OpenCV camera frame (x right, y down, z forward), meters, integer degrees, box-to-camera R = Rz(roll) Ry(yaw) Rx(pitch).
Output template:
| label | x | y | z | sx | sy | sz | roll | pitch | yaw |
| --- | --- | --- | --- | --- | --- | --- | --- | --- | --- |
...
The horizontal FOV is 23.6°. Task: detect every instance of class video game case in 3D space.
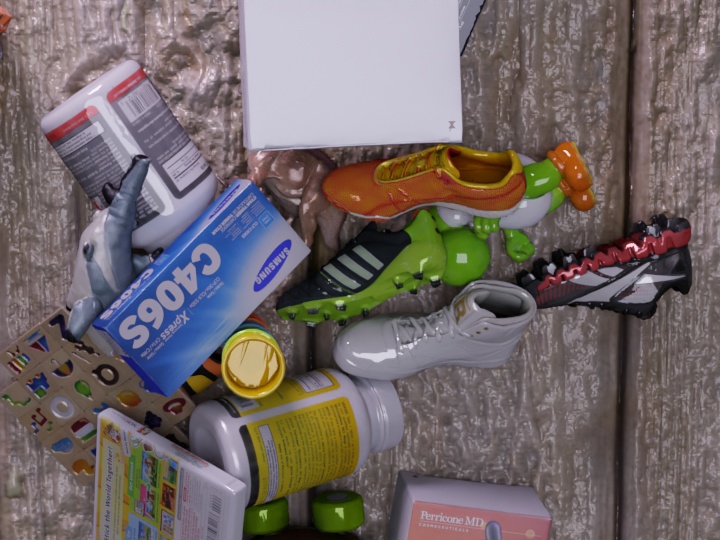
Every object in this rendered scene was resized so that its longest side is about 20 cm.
| label | x | y | z | sx | sy | sz | roll | pitch | yaw |
| --- | --- | --- | --- | --- | --- | --- | --- | --- | --- |
| video game case | -0.193 | 0.257 | 1.716 | 0.182 | 0.023 | 0.201 | 25 | 124 | 29 |

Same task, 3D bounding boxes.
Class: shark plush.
| label | x | y | z | sx | sy | sz | roll | pitch | yaw |
| --- | --- | --- | --- | --- | --- | --- | --- | --- | --- |
| shark plush | -0.228 | -0.014 | 1.650 | 0.083 | 0.091 | 0.201 | 9 | 97 | -13 |

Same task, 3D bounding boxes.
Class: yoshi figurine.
| label | x | y | z | sx | sy | sz | roll | pitch | yaw |
| --- | --- | --- | --- | --- | --- | --- | --- | --- | --- |
| yoshi figurine | 0.143 | -0.045 | 1.743 | 0.199 | 0.112 | 0.113 | -24 | 109 | 3 |

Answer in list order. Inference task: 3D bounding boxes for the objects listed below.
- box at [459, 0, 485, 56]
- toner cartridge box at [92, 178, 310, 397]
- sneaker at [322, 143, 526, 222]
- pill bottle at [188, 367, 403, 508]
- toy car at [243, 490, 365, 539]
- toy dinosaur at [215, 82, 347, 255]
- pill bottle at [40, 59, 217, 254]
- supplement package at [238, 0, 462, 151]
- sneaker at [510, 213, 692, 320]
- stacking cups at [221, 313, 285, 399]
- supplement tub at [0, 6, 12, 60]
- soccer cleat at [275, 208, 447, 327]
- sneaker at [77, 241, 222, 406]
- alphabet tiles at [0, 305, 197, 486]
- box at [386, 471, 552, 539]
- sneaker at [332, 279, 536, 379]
| label | x | y | z | sx | sy | sz | roll | pitch | yaw |
| --- | --- | --- | --- | --- | --- | --- | --- | --- | --- |
| box | 0.072 | -0.332 | 1.697 | 0.141 | 0.079 | 0.201 | 23 | 97 | -12 |
| toner cartridge box | -0.149 | 0.016 | 1.637 | 0.200 | 0.043 | 0.095 | -47 | 113 | -15 |
| sneaker | 0.061 | -0.095 | 1.675 | 0.199 | 0.073 | 0.077 | -4 | 142 | 5 |
| pill bottle | -0.062 | 0.163 | 1.731 | 0.199 | 0.112 | 0.113 | -14 | 102 | -26 |
| toy car | -0.069 | 0.328 | 1.725 | 0.157 | 0.200 | 0.165 | -4 | 99 | 12 |
| toy dinosaur | -0.060 | -0.101 | 1.725 | 0.136 | 0.086 | 0.200 | -46 | 107 | -4 |
| pill bottle | -0.212 | -0.094 | 1.689 | 0.116 | 0.116 | 0.200 | -34 | 102 | 1 |
| supplement package | -0.011 | -0.194 | 1.614 | 0.199 | 0.111 | 0.157 | -3 | 96 | -6 |
| sneaker | 0.255 | 0.014 | 1.781 | 0.200 | 0.071 | 0.098 | -18 | 99 | -4 |
| stacking cups | -0.105 | 0.077 | 1.687 | 0.060 | 0.200 | 0.061 | 0 | 97 | -4 |
| supplement tub | -0.425 | -0.184 | 1.647 | 0.122 | 0.123 | 0.200 | 31 | 95 | -10 |
| soccer cleat | 0.000 | 0.000 | 1.739 | 0.199 | 0.067 | 0.081 | -21 | 62 | 28 |
| sneaker | -0.206 | 0.037 | 1.740 | 0.090 | 0.070 | 0.201 | -31 | 108 | -3 |
| alphabet tiles | -0.267 | 0.133 | 1.743 | 0.166 | 0.006 | 0.200 | -35 | 106 | 24 |
| box | 0.102 | 0.327 | 1.802 | 0.151 | 0.106 | 0.201 | 8 | 99 | -7 |
| sneaker | 0.077 | 0.051 | 1.730 | 0.199 | 0.116 | 0.074 | -5 | 61 | -20 |
